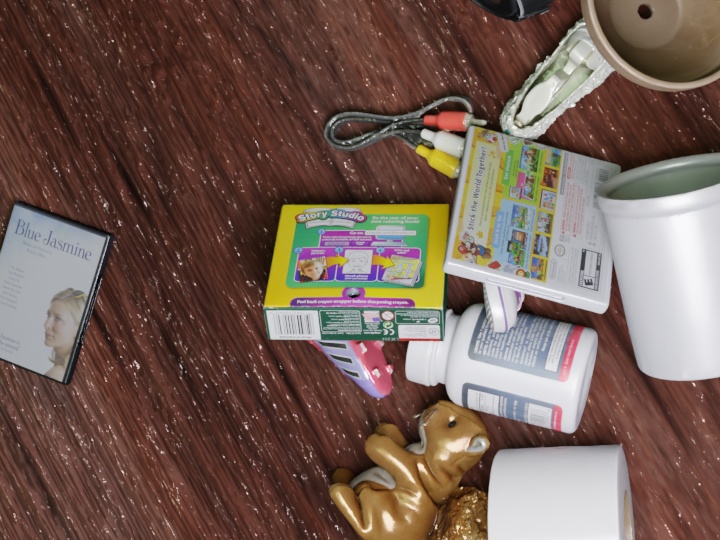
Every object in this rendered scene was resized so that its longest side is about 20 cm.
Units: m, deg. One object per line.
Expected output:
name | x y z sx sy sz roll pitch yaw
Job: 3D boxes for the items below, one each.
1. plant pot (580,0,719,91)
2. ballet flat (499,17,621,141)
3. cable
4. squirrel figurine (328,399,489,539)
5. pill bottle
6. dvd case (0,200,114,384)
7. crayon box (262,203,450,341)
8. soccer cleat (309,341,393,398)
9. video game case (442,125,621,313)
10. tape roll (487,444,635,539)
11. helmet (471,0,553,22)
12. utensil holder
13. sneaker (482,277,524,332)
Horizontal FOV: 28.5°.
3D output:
plant pot | 0.327 -0.291 1.548 0.199 0.093 0.203 1 87 -11
ballet flat | 0.235 -0.222 1.604 0.072 0.072 0.200 43 99 11
cable | 0.054 -0.170 1.658 0.198 0.050 0.098 13 92 13
squirrel figurine | 0.085 0.253 1.619 0.186 0.142 0.200 -38 82 0
pill bottle | 0.158 0.102 1.595 0.198 0.120 0.121 13 93 15
dvd case | -0.403 0.028 1.797 0.142 0.018 0.201 19 94 15
crayon box | 0.000 0.000 1.604 0.198 0.173 0.059 0 133 7
soccer cleat | -0.035 0.074 1.678 0.076 0.067 0.201 -39 79 22
video game case | 0.191 -0.059 1.553 0.181 0.023 0.201 15 54 -3
tape roll | 0.223 0.294 1.536 0.138 0.203 0.205 -4 89 15
helmet | 0.176 -0.396 1.557 0.200 0.200 0.191 39 84 12
utensil holder | 0.352 -0.006 1.500 0.169 0.170 0.202 -10 105 14
sneaker | 0.189 -0.019 1.568 0.113 0.073 0.202 -2 49 9
